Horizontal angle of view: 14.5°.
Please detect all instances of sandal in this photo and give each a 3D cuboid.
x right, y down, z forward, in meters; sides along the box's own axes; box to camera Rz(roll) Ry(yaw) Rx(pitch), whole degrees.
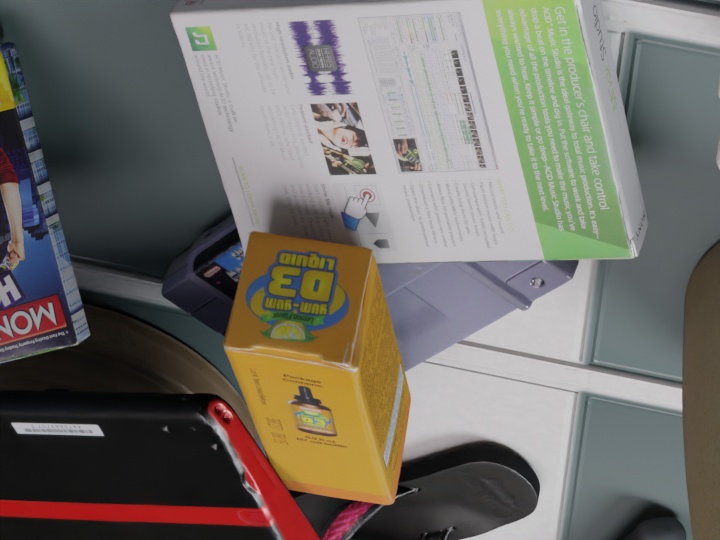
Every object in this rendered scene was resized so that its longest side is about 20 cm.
[{"bbox_3d":[0.016,0.148,1.613,0.199,0.045,0.075,-23,129,41],"label":"sandal"}]

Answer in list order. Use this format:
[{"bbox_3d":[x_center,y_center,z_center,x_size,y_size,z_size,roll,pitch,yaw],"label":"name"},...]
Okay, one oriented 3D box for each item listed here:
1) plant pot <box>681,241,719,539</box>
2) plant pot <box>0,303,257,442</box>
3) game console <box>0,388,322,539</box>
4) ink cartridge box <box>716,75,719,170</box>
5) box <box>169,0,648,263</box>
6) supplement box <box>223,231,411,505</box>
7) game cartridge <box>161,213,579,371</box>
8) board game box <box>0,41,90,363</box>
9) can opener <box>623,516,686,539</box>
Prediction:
[{"bbox_3d":[0.229,0.105,1.340,0.186,0.201,0.188,11,143,8],"label":"plant pot"},{"bbox_3d":[-0.164,0.112,1.597,0.200,0.093,0.201,10,144,7],"label":"plant pot"},{"bbox_3d":[-0.124,0.119,1.485,0.199,0.031,0.177,-1,136,28],"label":"game console"},{"bbox_3d":[0.209,-0.124,1.140,0.115,0.067,0.201,10,137,9],"label":"ink cartridge box"},{"bbox_3d":[0.024,-0.070,1.301,0.199,0.036,0.145,0,125,23],"label":"box"},{"bbox_3d":[-0.018,0.051,1.388,0.066,0.069,0.200,9,160,9],"label":"supplement box"},{"bbox_3d":[0.000,0.000,1.435,0.129,0.039,0.200,30,142,-25],"label":"game cartridge"},{"bbox_3d":[-0.232,0.003,1.414,0.199,0.062,0.201,-12,98,18],"label":"board game box"},{"bbox_3d":[0.154,0.203,1.641,0.066,0.054,0.200,-6,152,-26],"label":"can opener"}]
